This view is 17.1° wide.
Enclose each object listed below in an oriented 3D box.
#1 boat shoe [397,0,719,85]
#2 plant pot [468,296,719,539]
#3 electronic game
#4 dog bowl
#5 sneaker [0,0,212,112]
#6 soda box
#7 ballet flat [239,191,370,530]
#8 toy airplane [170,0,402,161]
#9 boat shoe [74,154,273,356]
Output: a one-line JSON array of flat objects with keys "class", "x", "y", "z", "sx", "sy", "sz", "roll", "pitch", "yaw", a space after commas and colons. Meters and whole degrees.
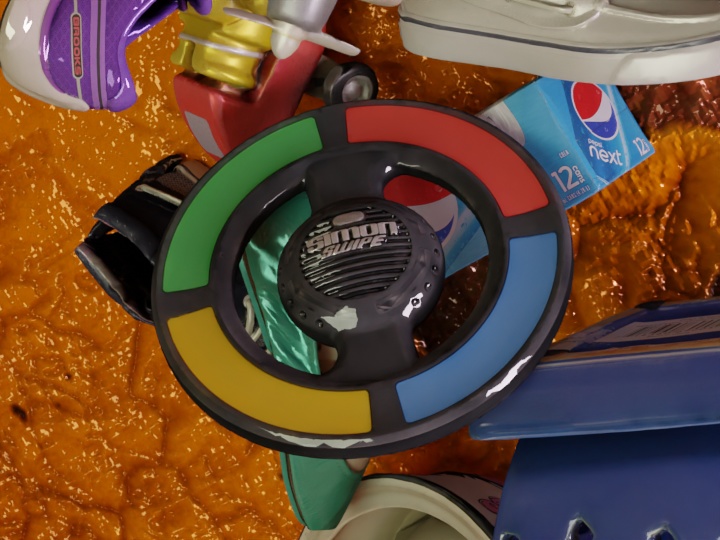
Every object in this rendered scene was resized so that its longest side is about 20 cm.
[{"class": "boat shoe", "x": 0.104, "y": -0.134, "z": 1.152, "sx": 0.200, "sy": 0.072, "sz": 0.066, "roll": 12, "pitch": 120, "yaw": 38}, {"class": "plant pot", "x": 0.174, "y": 0.108, "z": 1.128, "sx": 0.200, "sy": 0.200, "sz": 0.180, "roll": -7, "pitch": 98, "yaw": 35}, {"class": "electronic game", "x": 0.000, "y": 0.000, "z": 1.119, "sx": 0.200, "sy": 0.200, "sz": 0.042, "roll": 20, "pitch": 152, "yaw": 25}, {"class": "dog bowl", "x": 0.054, "y": 0.199, "z": 1.290, "sx": 0.200, "sy": 0.074, "sz": 0.200, "roll": 15, "pitch": 112, "yaw": 44}, {"class": "sneaker", "x": -0.099, "y": -0.160, "z": 1.119, "sx": 0.083, "sy": 0.200, "sz": 0.081, "roll": 22, "pitch": 164, "yaw": -2}, {"class": "soda box", "x": 0.047, "y": -0.036, "z": 1.225, "sx": 0.200, "sy": 0.068, "sz": 0.064, "roll": -31, "pitch": 91, "yaw": 38}, {"class": "ballet flat", "x": -0.014, "y": 0.045, "z": 1.218, "sx": 0.070, "sy": 0.067, "sz": 0.200, "roll": -5, "pitch": 111, "yaw": 19}, {"class": "toy airplane", "x": -0.062, "y": -0.168, "z": 1.195, "sx": 0.200, "sy": 0.141, "sz": 0.199, "roll": -44, "pitch": 63, "yaw": 50}, {"class": "boat shoe", "x": -0.068, "y": 0.025, "z": 1.309, "sx": 0.200, "sy": 0.093, "sz": 0.075, "roll": 40, "pitch": 125, "yaw": 14}]
